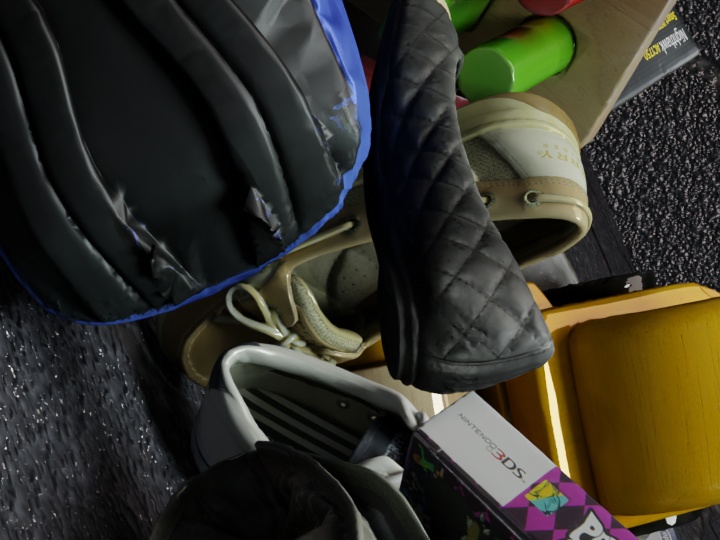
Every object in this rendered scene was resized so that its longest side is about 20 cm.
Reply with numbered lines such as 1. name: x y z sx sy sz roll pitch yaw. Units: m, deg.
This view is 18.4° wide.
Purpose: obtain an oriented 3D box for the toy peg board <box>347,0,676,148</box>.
1. toy peg board: 0.047 -0.176 0.917 0.199 0.200 0.098 35 26 11

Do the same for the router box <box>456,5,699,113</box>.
1. router box: 0.081 -0.140 1.082 0.150 0.051 0.200 60 32 -2

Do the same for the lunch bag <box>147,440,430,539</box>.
1. lunch bag: -0.008 0.160 0.752 0.200 0.117 0.165 -97 162 -74

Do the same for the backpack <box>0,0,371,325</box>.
1. backpack: -0.081 -0.094 0.817 0.201 0.162 0.168 63 9 -8

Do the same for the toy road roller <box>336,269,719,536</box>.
1. toy road roller: 0.093 0.063 0.963 0.146 0.199 0.124 -14 -93 61

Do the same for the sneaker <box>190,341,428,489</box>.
1. sneaker: 0.021 0.092 0.880 0.071 0.199 0.073 95 20 -57

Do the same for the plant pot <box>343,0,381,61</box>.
1. plant pot: 0.011 -0.080 1.149 0.201 0.199 0.199 58 21 -32

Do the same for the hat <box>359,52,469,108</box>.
1. hat: -0.054 -0.136 0.966 0.200 0.175 0.166 53 19 -46

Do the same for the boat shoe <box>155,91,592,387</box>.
1. boat shoe: 0.002 0.001 0.900 0.073 0.200 0.063 48 24 -40

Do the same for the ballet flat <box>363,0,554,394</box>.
1. ballet flat: 0.031 -0.032 0.825 0.067 0.056 0.201 98 -10 -47

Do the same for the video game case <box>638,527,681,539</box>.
1. video game case: 0.089 0.189 1.037 0.201 0.179 0.026 -103 -152 -43

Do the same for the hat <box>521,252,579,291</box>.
1. hat: 0.017 0.058 1.054 0.081 0.200 0.202 -20 -84 59

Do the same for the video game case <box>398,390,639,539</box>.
1. video game case: 0.076 0.167 0.797 0.181 0.036 0.201 41 -36 25
